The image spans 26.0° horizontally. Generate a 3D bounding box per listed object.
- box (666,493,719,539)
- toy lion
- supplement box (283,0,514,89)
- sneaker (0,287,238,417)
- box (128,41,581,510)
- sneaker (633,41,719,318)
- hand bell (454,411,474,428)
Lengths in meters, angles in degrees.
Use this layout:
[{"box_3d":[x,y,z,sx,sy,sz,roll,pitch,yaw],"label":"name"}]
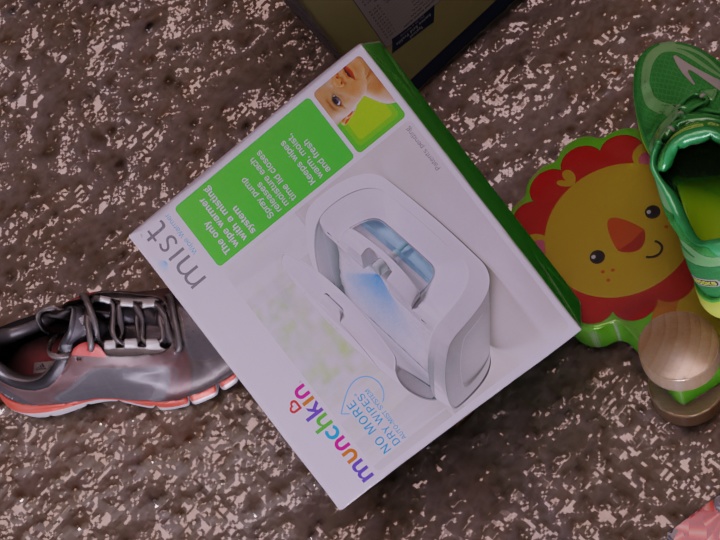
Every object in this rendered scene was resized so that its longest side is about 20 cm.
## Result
[{"box_3d":[0.283,0.186,0.856,0.137,0.040,0.200,-37,64,-2],"label":"box"},{"box_3d":[0.197,-0.019,0.958,0.199,0.069,0.192,-33,56,-1],"label":"toy lion"},{"box_3d":[0.023,-0.244,1.002,0.200,0.200,0.134,-42,65,2],"label":"supplement box"},{"box_3d":[-0.154,0.047,1.000,0.199,0.082,0.078,-16,65,7],"label":"sneaker"},{"box_3d":[0.000,0.000,0.903,0.176,0.097,0.200,-37,91,11],"label":"box"},{"box_3d":[0.204,-0.068,0.902,0.074,0.084,0.201,-19,50,10],"label":"sneaker"},{"box_3d":[0.001,0.019,0.986,0.104,0.104,0.200,-42,77,-5],"label":"hand bell"}]
